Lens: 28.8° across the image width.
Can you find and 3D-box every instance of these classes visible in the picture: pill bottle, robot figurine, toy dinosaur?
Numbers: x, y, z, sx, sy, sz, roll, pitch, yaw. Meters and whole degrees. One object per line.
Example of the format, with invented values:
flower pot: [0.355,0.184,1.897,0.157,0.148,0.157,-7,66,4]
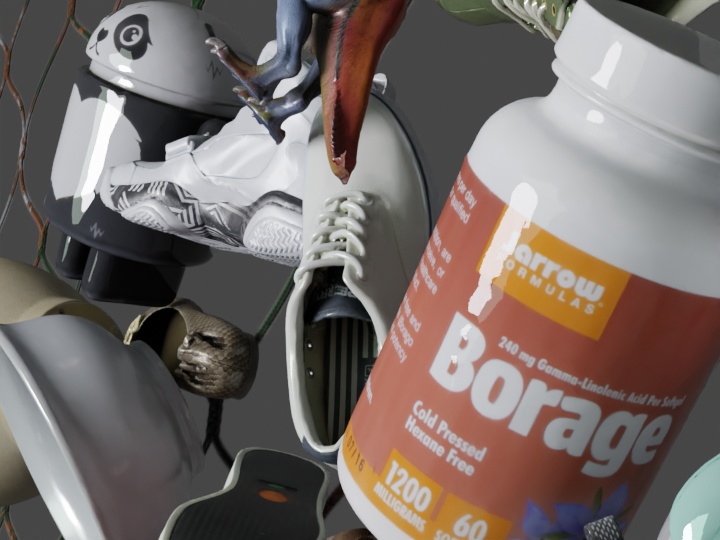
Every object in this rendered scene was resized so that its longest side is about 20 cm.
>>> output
pill bottle: [0.075,0.011,0.504,0.201,0.112,0.112,-67,29,21]
robot figurine: [-0.142,-0.079,0.936,0.125,0.150,0.201,-32,-38,-74]
toy dinosaur: [0.014,-0.139,0.690,0.181,0.105,0.200,-41,58,-5]

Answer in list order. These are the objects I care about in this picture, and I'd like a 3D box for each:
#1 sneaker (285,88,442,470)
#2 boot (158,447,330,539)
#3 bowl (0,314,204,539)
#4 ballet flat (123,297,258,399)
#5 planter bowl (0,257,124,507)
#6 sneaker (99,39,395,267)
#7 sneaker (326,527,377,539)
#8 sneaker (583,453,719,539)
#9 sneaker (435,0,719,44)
sneaker: [0.000,0.000,0.677,0.073,0.071,0.201,-10,73,19]
boot: [-0.065,0.181,0.687,0.200,0.072,0.145,-36,-39,-80]
bowl: [-0.161,0.106,0.899,0.201,0.090,0.201,49,155,33]
ballet flat: [-0.126,0.052,0.941,0.200,0.046,0.068,10,87,63]
planter bowl: [-0.259,0.084,1.053,0.134,0.200,0.201,-3,75,35]
sneaker: [-0.062,-0.068,0.805,0.199,0.075,0.115,13,86,39]
sneaker: [0.047,0.161,0.570,0.076,0.070,0.200,-50,37,11]
sneaker: [0.095,0.106,0.409,0.140,0.077,0.201,-113,12,-60]
sneaker: [0.088,-0.120,0.579,0.200,0.067,0.090,-17,60,57]
